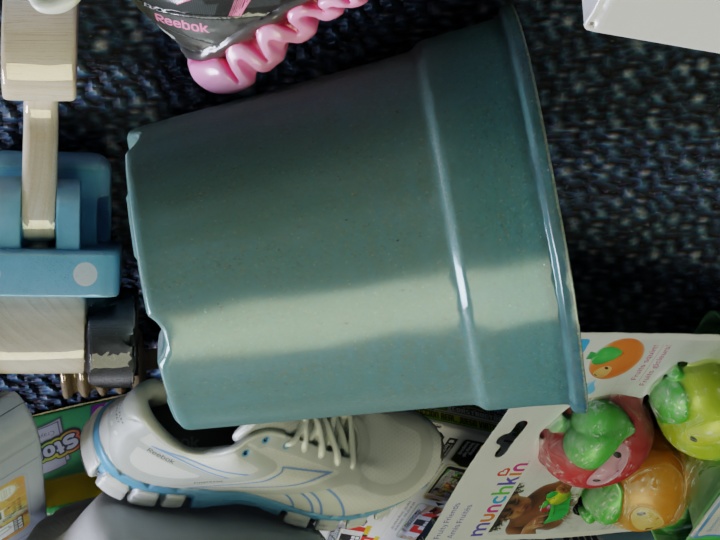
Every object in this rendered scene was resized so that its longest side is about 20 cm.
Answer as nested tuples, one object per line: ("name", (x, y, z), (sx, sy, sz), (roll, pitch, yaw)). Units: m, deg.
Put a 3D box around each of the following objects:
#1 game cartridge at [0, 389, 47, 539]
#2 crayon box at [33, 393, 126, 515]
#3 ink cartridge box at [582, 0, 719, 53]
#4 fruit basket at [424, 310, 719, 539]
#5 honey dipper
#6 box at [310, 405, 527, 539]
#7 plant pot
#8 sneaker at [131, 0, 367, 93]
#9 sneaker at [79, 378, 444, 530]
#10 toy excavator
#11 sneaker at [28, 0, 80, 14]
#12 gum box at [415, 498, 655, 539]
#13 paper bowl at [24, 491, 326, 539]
("game cartridge", (-0.230, 0.136, 1.398), (0.133, 0.042, 0.200), (-36, 165, -17))
("crayon box", (-0.176, 0.158, 1.577), (0.199, 0.058, 0.173), (-13, 137, 10))
("ink cartridge box", (0.164, -0.186, 1.097), (0.145, 0.200, 0.084), (8, 140, -12))
("fruit basket", (0.156, 0.100, 1.478), (0.199, 0.094, 0.185), (-3, 140, -33))
("honey dipper", (-0.068, 0.045, 1.476), (0.199, 0.038, 0.038), (-5, 139, -4))
("box", (0.026, 0.142, 1.587), (0.110, 0.035, 0.200), (14, 136, -18))
("plant pot", (-0.004, -0.013, 1.273), (0.195, 0.201, 0.201), (-10, 139, 2))
("sneaker", (-0.031, -0.163, 1.216), (0.200, 0.079, 0.095), (-34, 119, 29))
("sneaker", (-0.042, 0.089, 1.401), (0.199, 0.075, 0.087), (2, 154, -22))
("toy excavator", (-0.162, -0.040, 1.328), (0.100, 0.201, 0.194), (0, -177, -4))
("sneaker", (-0.160, -0.197, 1.141), (0.075, 0.100, 0.200), (-16, 136, 17))
("gum box", (0.081, 0.214, 1.625), (0.169, 0.045, 0.200), (-3, 143, -32))
("paper bowl", (-0.089, 0.183, 1.424), (0.200, 0.201, 0.105), (10, 115, -14))
